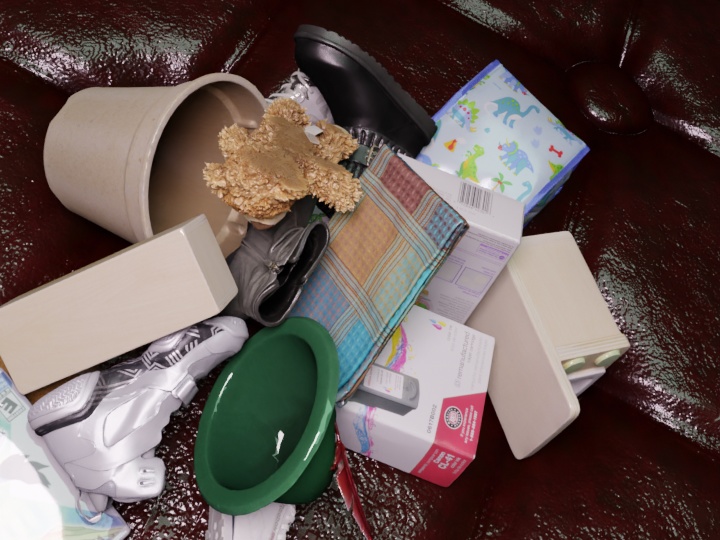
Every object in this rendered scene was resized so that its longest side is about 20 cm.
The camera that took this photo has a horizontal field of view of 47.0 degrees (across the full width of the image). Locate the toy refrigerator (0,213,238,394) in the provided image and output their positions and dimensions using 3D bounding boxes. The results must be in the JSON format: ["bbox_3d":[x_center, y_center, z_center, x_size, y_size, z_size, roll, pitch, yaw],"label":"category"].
[{"bbox_3d":[-0.211,0.028,0.711,0.070,0.196,0.077,-64,130,-74],"label":"toy refrigerator"}]

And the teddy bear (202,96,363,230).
[{"bbox_3d":[-0.068,-0.096,0.755,0.142,0.068,0.202,19,32,-14],"label":"teddy bear"}]

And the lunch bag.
[{"bbox_3d":[0.151,-0.124,1.020,0.170,0.128,0.200,43,65,11],"label":"lunch bag"}]

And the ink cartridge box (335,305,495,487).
[{"bbox_3d":[0.028,0.110,0.853,0.196,0.086,0.150,22,54,-6],"label":"ink cartridge box"}]

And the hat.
[{"bbox_3d":[-0.035,0.171,0.740,0.175,0.163,0.204,39,51,-37],"label":"hat"}]

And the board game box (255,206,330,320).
[{"bbox_3d":[-0.107,-0.047,0.935,0.124,0.035,0.202,28,54,1],"label":"board game box"}]

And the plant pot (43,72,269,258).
[{"bbox_3d":[-0.210,-0.104,0.832,0.180,0.203,0.201,14,48,28],"label":"plant pot"}]

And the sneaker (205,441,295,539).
[{"bbox_3d":[-0.095,0.233,0.741,0.079,0.077,0.204,13,56,-20],"label":"sneaker"}]

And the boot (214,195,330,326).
[{"bbox_3d":[-0.064,-0.033,0.789,0.067,0.129,0.203,38,67,-28],"label":"boot"}]

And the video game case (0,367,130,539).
[{"bbox_3d":[-0.320,0.212,0.669,0.199,0.022,0.183,-40,90,-30],"label":"video game case"}]

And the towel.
[{"bbox_3d":[0.000,0.000,0.757,0.021,0.202,0.147,20,21,-45],"label":"towel"}]

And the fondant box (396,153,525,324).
[{"bbox_3d":[0.067,-0.014,0.874,0.141,0.201,0.059,20,50,-5],"label":"fondant box"}]

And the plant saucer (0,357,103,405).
[{"bbox_3d":[-0.326,0.121,0.750,0.195,0.036,0.204,10,56,-14],"label":"plant saucer"}]

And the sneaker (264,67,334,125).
[{"bbox_3d":[-0.090,-0.201,0.956,0.075,0.117,0.198,35,28,29],"label":"sneaker"}]

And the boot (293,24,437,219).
[{"bbox_3d":[-0.019,-0.148,0.910,0.210,0.079,0.160,37,79,-22],"label":"boot"}]

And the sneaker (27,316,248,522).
[{"bbox_3d":[-0.172,0.125,0.712,0.197,0.075,0.117,-25,85,-16],"label":"sneaker"}]

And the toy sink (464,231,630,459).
[{"bbox_3d":[0.204,0.081,0.907,0.110,0.131,0.203,-7,60,-24],"label":"toy sink"}]
